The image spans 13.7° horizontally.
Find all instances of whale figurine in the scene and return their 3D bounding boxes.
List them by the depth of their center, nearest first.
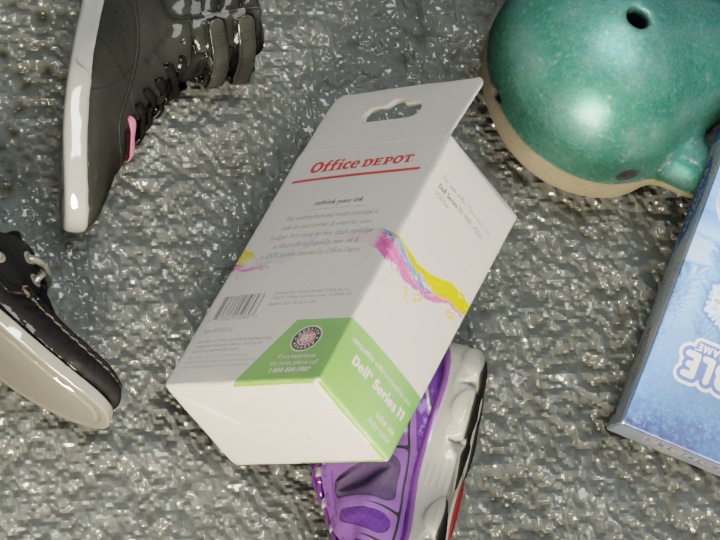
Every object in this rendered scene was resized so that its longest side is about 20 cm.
[{"bbox_3d":[0.166,-0.119,1.634,0.199,0.104,0.160,-11,68,-21],"label":"whale figurine"}]

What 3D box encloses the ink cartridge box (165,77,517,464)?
[{"bbox_3d":[0.000,0.000,1.514,0.067,0.117,0.201,49,56,-31],"label":"ink cartridge box"}]

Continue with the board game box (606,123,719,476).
[{"bbox_3d":[0.258,0.028,1.587,0.199,0.043,0.200,22,82,-5],"label":"board game box"}]

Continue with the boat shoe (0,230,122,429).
[{"bbox_3d":[-0.191,0.002,1.493,0.199,0.074,0.060,35,65,12],"label":"boat shoe"}]

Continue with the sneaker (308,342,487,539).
[{"bbox_3d":[0.006,0.121,1.500,0.083,0.081,0.201,11,53,8],"label":"sneaker"}]

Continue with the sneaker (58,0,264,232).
[{"bbox_3d":[-0.103,-0.103,1.567,0.098,0.071,0.201,11,58,-5],"label":"sneaker"}]
